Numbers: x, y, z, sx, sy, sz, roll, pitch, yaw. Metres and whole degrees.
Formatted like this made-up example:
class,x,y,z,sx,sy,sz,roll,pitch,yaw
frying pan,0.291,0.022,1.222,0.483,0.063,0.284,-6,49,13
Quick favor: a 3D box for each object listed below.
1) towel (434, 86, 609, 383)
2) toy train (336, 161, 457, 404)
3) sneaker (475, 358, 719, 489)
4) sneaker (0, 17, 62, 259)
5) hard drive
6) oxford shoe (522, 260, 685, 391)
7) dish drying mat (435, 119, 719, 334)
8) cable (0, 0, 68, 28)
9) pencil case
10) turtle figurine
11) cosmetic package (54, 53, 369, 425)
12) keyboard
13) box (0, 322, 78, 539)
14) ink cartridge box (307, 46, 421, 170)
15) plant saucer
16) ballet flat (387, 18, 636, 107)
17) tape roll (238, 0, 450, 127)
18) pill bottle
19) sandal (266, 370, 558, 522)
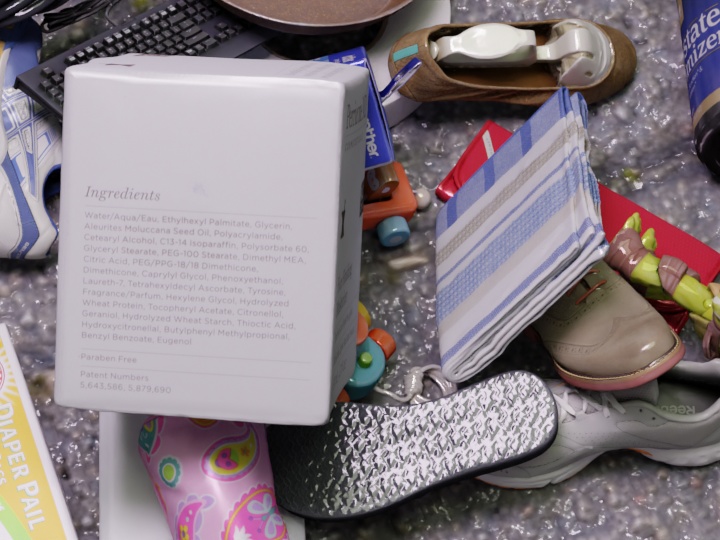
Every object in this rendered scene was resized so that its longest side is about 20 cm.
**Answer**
class,x,y,z,sx,sy,sz,roll,pitch,yaw
towel,0.102,-0.026,1.353,0.024,0.147,0.200,36,27,-21
toy train,0.000,0.000,1.395,0.149,0.056,0.201,-4,61,-20
sneaker,0.155,0.086,1.346,0.199,0.092,0.076,-8,61,-6
sneaker,-0.239,-0.091,1.454,0.088,0.075,0.201,18,57,-18
hard drive,-0.106,0.094,1.366,0.131,0.026,0.201,-2,60,-4
oxford shoe,0.138,0.019,1.334,0.070,0.075,0.200,-32,25,-13
dish drying mat,0.155,-0.032,1.457,0.199,0.018,0.077,31,62,15
cable,-0.270,-0.210,1.473,0.199,0.051,0.163,-15,25,-4
pencil case,-0.079,0.178,1.263,0.087,0.087,0.201,-12,78,-10
turtle figurine,0.243,0.028,1.364,0.161,0.200,0.065,32,103,25
cosmetic package,-0.085,-0.025,1.244,0.164,0.165,0.201,4,99,4
keyboard,-0.158,-0.167,1.448,0.127,0.021,0.200,34,48,29
box,-0.240,0.151,1.284,0.112,0.102,0.201,-18,62,-12
ink cartridge box,-0.051,-0.096,1.393,0.199,0.136,0.077,-14,100,1
plant saucer,-0.043,-0.232,1.493,0.199,0.037,0.201,5,47,-5
ballet flat,0.119,-0.154,1.472,0.199,0.072,0.068,-1,77,-19
tape roll,-0.033,-0.183,1.525,0.202,0.037,0.204,1,61,-2
pill bottle,0.287,-0.173,1.491,0.111,0.112,0.201,0,59,-3
sandal,0.029,0.117,1.321,0.199,0.043,0.076,-10,73,2
